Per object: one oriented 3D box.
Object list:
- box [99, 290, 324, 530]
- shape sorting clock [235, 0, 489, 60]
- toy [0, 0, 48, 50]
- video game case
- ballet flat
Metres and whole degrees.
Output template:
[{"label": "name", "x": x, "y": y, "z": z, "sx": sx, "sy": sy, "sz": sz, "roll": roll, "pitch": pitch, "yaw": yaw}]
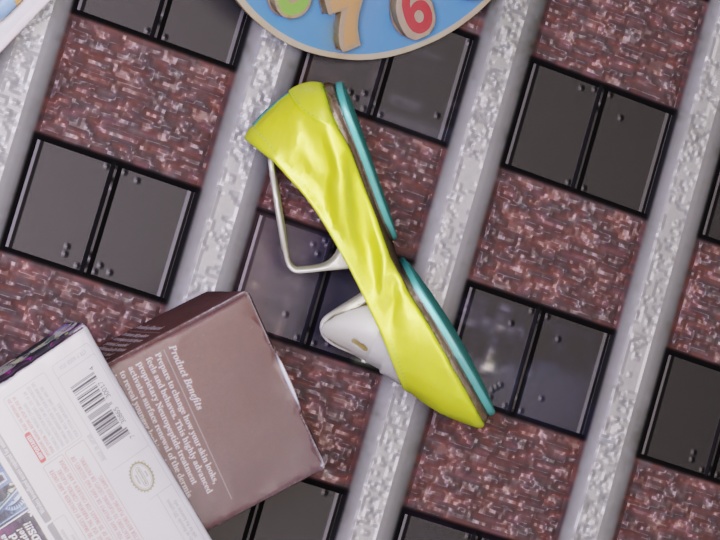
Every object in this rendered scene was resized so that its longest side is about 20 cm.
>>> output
[{"label": "box", "x": -0.130, "y": 0.096, "z": 1.457, "sx": 0.199, "sy": 0.075, "sz": 0.101, "roll": -26, "pitch": 99, "yaw": -17}, {"label": "shape sorting clock", "x": 0.011, "y": -0.203, "z": 1.501, "sx": 0.199, "sy": 0.039, "sz": 0.201, "roll": -8, "pitch": 111, "yaw": -22}, {"label": "toy", "x": -0.210, "y": -0.145, "z": 1.415, "sx": 0.200, "sy": 0.047, "sz": 0.115, "roll": -46, "pitch": 108, "yaw": -4}, {"label": "video game case", "x": -0.157, "y": 0.156, "z": 1.390, "sx": 0.181, "sy": 0.036, "sz": 0.201, "roll": -35, "pitch": 103, "yaw": -18}, {"label": "ballet flat", "x": 0.000, "y": 0.000, "z": 1.518, "sx": 0.067, "sy": 0.067, "sz": 0.201, "roll": -25, "pitch": 97, "yaw": 2}]
